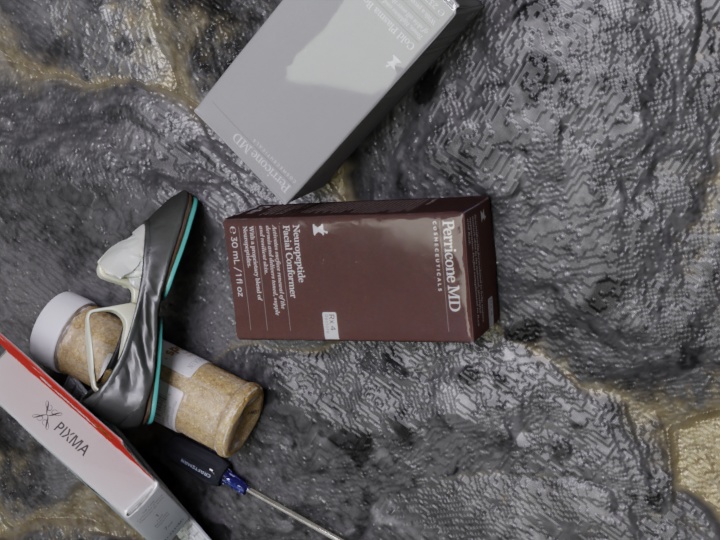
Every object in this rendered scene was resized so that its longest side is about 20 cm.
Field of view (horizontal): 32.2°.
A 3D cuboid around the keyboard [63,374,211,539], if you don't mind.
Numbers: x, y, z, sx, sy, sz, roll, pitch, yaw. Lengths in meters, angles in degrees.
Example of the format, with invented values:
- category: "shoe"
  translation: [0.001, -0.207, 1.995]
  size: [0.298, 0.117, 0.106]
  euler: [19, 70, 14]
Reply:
- category: "keyboard"
  translation: [-0.198, 0.176, 1.106]
  size: [0.200, 0.011, 0.056]
  euler: [49, 154, 5]

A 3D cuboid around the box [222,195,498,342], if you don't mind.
- category: "box"
  translation: [0.000, 0.000, 0.961]
  size: [0.199, 0.075, 0.101]
  euler: [-2, 102, 21]

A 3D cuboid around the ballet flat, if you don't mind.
- category: "ballet flat"
  translation: [-0.181, 0.025, 1.000]
  size: [0.068, 0.068, 0.201]
  euler: [14, 75, -17]

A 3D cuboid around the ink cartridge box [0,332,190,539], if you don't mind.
- category: "ink cartridge box"
  translation: [-0.243, 0.132, 1.029]
  size: [0.200, 0.174, 0.044]
  euler: [35, 73, 26]

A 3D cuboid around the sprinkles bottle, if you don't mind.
- category: "sprinkles bottle"
  translation: [-0.182, 0.087, 1.061]
  size: [0.199, 0.068, 0.068]
  euler: [25, 111, 15]

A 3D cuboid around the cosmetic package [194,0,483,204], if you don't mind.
- category: "cosmetic package"
  translation: [-0.017, -0.156, 0.921]
  size: [0.107, 0.090, 0.200]
  euler: [44, 112, 4]

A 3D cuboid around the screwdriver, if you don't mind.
- category: "screwdriver"
  translation: [-0.085, 0.198, 1.067]
  size: [0.200, 0.028, 0.029]
  euler: [31, 84, 17]
